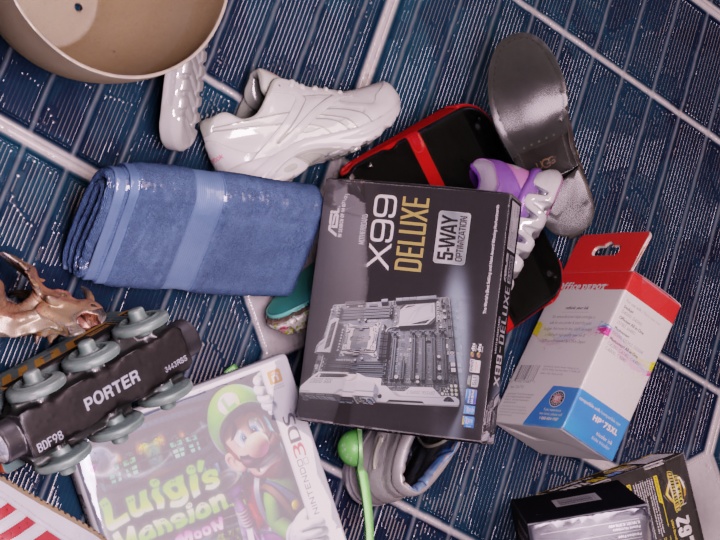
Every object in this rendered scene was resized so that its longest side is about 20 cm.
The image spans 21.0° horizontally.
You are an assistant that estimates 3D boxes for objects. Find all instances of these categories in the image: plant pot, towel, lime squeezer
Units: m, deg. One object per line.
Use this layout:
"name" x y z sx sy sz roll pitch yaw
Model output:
"plant pot" -0.221 -0.234 1.517 0.200 0.134 0.201 6 79 -35
"towel" -0.133 -0.035 1.567 0.199 0.112 0.049 6 36 -31
"lime squeezer" -0.025 0.142 1.621 0.071 0.038 0.200 -38 92 -27

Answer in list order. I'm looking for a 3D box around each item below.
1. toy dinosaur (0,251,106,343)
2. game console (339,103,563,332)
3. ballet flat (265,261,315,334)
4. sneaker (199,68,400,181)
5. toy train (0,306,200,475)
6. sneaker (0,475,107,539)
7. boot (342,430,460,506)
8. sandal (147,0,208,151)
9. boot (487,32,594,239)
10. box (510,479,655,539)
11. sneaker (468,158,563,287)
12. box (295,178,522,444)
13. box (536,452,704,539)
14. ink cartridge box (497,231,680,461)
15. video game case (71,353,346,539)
"toy dinosaur" -0.302 0.003 1.459 0.200 0.086 0.136 48 47 0
"game console" 0.082 -0.032 1.686 0.177 0.031 0.200 -32 98 -35
"ballet flat" 0.000 0.000 1.672 0.200 0.076 0.064 -46 120 -28
"sneaker" -0.050 -0.134 1.657 0.200 0.078 0.100 -29 95 -35
"toy train" -0.215 0.090 1.472 0.200 0.114 0.085 -32 109 -39
"sneaker" -0.284 0.213 1.438 0.200 0.071 0.113 33 62 -29
"boot" 0.065 0.118 1.680 0.074 0.095 0.200 41 62 -22
"sandal" -0.155 -0.201 1.606 0.050 0.082 0.203 3 78 9
"boot" 0.163 -0.117 1.763 0.069 0.174 0.201 -15 95 6
"box" 0.197 0.284 1.650 0.104 0.200 0.183 -10 89 1
"sneaker" 0.091 -0.009 1.627 0.088 0.080 0.201 26 79 2
"box" 0.039 0.032 1.566 0.050 0.157 0.201 23 74 -72
"box" 0.255 0.285 1.814 0.159 0.049 0.201 -14 90 -38
"ink cartridge box" 0.212 0.067 1.763 0.067 0.116 0.200 34 74 -25
"video game case" -0.121 0.184 1.562 0.199 0.023 0.182 -20 93 -24
